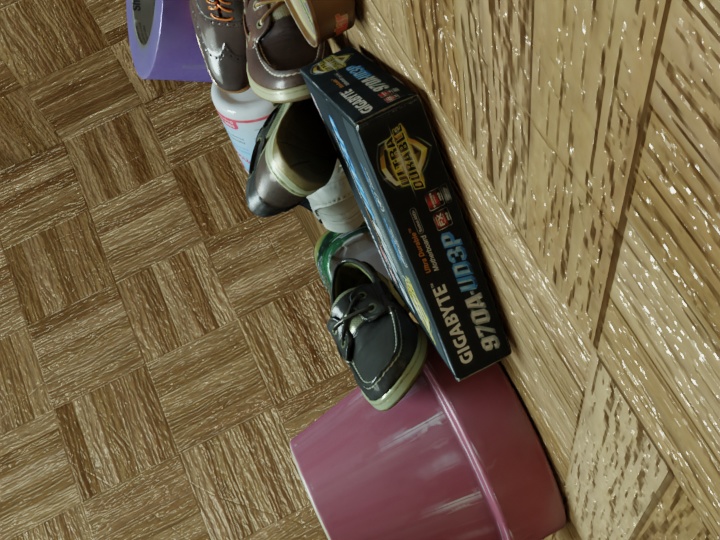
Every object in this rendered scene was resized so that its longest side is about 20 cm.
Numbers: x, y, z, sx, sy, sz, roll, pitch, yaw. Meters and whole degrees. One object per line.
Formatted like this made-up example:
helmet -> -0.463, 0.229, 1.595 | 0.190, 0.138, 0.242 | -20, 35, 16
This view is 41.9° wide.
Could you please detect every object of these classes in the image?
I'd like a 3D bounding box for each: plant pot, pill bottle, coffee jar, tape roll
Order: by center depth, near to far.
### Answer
plant pot -> 0.046, 0.161, 0.789 | 0.200, 0.178, 0.201 | 155, 90, -86
tape roll -> -0.183, -0.297, 0.967 | 0.200, 0.084, 0.202 | 177, 90, -66
coffee jar -> 0.000, 0.000, 1.040 | 0.105, 0.085, 0.200 | 65, 176, -7
pill bottle -> -0.120, -0.187, 1.263 | 0.109, 0.108, 0.200 | 61, 175, 35

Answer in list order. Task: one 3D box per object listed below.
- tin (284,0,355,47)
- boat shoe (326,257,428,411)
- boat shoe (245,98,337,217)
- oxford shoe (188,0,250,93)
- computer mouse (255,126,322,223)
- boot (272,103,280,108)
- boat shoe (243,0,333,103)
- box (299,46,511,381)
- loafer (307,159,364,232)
tin -> -0.057, -0.246, 0.623 | 0.201, 0.042, 0.112 | 64, 172, 5
boat shoe -> 0.004, 0.044, 0.756 | 0.066, 0.072, 0.201 | 38, -167, -16
boat shoe -> -0.051, -0.106, 0.757 | 0.073, 0.065, 0.200 | 48, -155, -12
oxford shoe -> -0.128, -0.249, 0.838 | 0.073, 0.071, 0.201 | -76, -15, -59
computer mouse -> -0.058, -0.122, 1.077 | 0.200, 0.052, 0.140 | 9, -116, -72
boot -> -0.115, -0.274, 0.997 | 0.175, 0.066, 0.201 | 81, 165, -72
boat shoe -> -0.065, -0.202, 0.756 | 0.201, 0.072, 0.072 | -103, -1, -52
box -> 0.030, -0.044, 0.656 | 0.201, 0.046, 0.159 | 66, 176, -28
loafer -> -0.017, -0.073, 0.933 | 0.200, 0.069, 0.070 | -64, -46, -84
